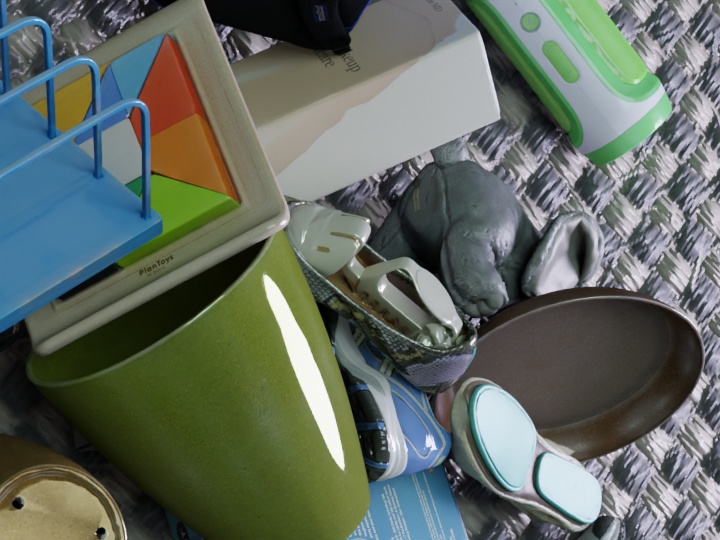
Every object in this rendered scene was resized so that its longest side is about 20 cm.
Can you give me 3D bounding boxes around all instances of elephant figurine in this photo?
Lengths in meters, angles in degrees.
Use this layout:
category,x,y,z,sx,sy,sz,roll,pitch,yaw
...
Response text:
category,x,y,z,sx,sy,sz,roll,pitch,yaw
elephant figurine,0.112,0.003,1.699,0.200,0.155,0.142,13,39,-36

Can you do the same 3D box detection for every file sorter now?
category,x,y,z,sx,sy,sz,roll,pitch,yaw
file sorter,-0.235,-0.087,1.398,0.139,0.123,0.200,-33,57,-31

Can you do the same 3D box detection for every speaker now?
category,x,y,z,sx,sy,sz,roll,pitch,yaw
speaker,0.149,-0.180,1.770,0.088,0.088,0.200,-44,100,-29

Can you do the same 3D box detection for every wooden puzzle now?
category,x,y,z,sx,sy,sz,roll,pitch,yaw
wooden puzzle,-0.156,-0.066,1.475,0.037,0.185,0.200,46,19,-57

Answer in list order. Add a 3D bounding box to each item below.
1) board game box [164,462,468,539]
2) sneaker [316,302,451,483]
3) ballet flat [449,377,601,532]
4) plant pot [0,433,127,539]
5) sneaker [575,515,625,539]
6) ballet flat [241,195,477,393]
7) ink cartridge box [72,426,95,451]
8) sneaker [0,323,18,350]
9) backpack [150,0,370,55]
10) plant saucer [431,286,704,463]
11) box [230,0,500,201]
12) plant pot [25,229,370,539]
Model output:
category,x,y,z,sx,sy,sz,roll,pitch,yaw
board game box,-0.025,0.187,1.613,0.200,0.047,0.151,-15,84,-30
sneaker,-0.002,0.065,1.616,0.077,0.076,0.200,4,49,-36
ballet flat,0.101,0.137,1.648,0.200,0.062,0.068,44,55,-44
plant pot,-0.222,0.175,1.423,0.186,0.200,0.187,7,74,-27
sneaker,0.130,0.237,1.673,0.079,0.074,0.200,24,43,23
ballet flat,0.000,0.000,1.553,0.200,0.072,0.072,39,64,-9
ink cartridge box,-0.159,0.020,1.588,0.094,0.037,0.201,-4,79,-29
sneaker,-0.310,-0.014,1.492,0.200,0.074,0.080,25,49,-22
backpack,-0.049,-0.268,1.520,0.162,0.200,0.168,9,59,-22
plant saucer,0.144,0.072,1.654,0.200,0.200,0.032,7,47,-27
box,-0.014,-0.116,1.614,0.200,0.095,0.078,-25,128,-10
plant pot,-0.083,0.091,1.496,0.187,0.187,0.200,-44,113,-29
